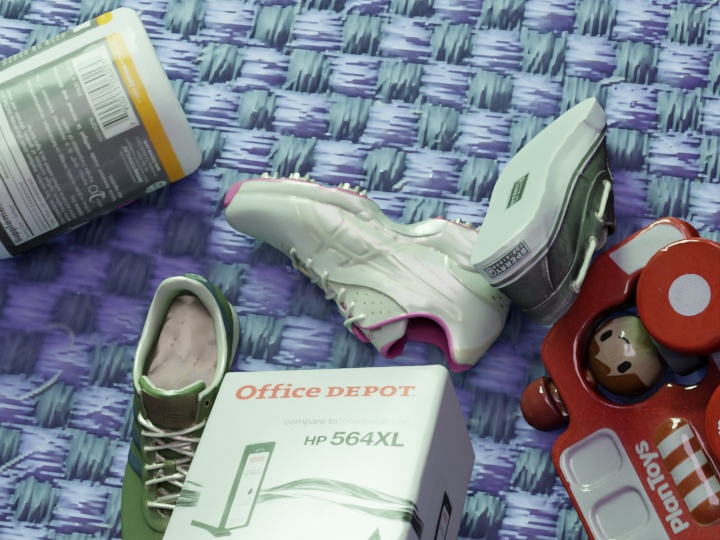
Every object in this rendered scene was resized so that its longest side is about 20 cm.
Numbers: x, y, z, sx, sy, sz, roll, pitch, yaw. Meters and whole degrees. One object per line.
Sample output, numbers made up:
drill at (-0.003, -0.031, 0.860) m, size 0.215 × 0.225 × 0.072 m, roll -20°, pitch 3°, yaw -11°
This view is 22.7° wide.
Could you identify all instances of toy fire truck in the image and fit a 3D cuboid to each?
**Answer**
toy fire truck at (0.182, 0.080, 1.057) m, size 0.167 × 0.112 × 0.201 m, roll -32°, pitch 71°, yaw 17°

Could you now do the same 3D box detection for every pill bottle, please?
pill bottle at (-0.211, -0.078, 1.144) m, size 0.199 × 0.116 × 0.117 m, roll -25°, pitch 69°, yaw -2°

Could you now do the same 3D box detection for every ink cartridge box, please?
ink cartridge box at (-0.028, 0.152, 1.002) m, size 0.145 × 0.085 × 0.201 m, roll -3°, pitch 42°, yaw 19°

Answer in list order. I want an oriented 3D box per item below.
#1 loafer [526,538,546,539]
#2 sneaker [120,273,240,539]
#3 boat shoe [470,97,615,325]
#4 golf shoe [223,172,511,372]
loafer at (0.160, 0.227, 1.015) m, size 0.199 × 0.063 × 0.072 m, roll 34°, pitch 78°, yaw 13°
sneaker at (-0.115, 0.095, 1.084) m, size 0.067 × 0.090 × 0.202 m, roll 4°, pitch 71°, yaw 7°
boat shoe at (0.120, -0.036, 1.092) m, size 0.064 × 0.071 × 0.200 m, roll 47°, pitch 37°, yaw -13°
golf shoe at (0.000, 0.000, 1.117) m, size 0.199 × 0.075 × 0.092 m, roll 17°, pitch 76°, yaw 13°
